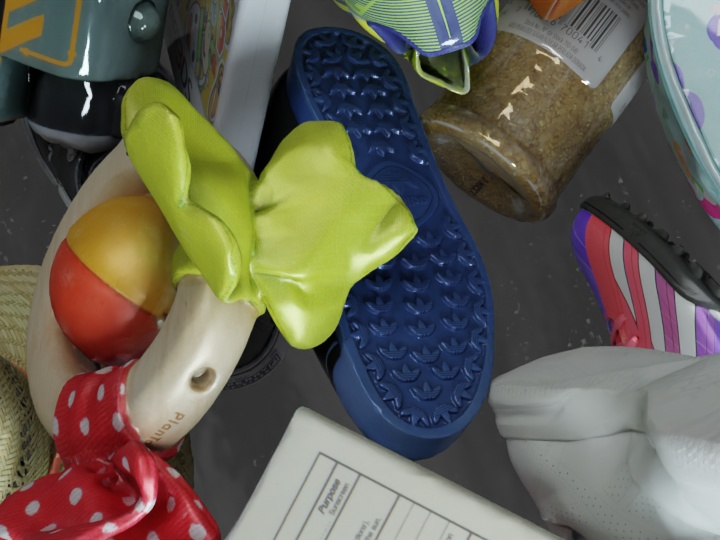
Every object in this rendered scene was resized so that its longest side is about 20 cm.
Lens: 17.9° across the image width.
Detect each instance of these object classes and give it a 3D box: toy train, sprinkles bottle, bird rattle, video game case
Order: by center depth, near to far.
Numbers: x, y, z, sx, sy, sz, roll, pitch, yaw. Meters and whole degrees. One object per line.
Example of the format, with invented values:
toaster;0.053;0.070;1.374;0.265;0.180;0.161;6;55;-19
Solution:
bird rattle;-0.073;0.023;0.847;0.201;0.112;0.163;-66;32;17
toy train;-0.119;-0.145;0.898;0.113;0.085;0.201;21;109;29
video game case;-0.052;-0.162;0.914;0.023;0.201;0.183;2;38;-17
sprinkles bottle;0.104;-0.116;0.948;0.068;0.068;0.200;30;74;24

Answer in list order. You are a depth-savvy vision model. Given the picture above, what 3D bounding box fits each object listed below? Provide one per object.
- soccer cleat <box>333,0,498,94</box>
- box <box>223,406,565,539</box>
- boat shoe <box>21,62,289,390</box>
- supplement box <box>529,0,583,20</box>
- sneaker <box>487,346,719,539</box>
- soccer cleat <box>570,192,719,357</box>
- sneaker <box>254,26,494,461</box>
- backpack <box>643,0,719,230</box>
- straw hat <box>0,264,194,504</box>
soccer cleat;0.021;-0.105;0.905;0.064;0.200;0.084;-20;89;1
box;0.045;0.155;0.795;0.199;0.109;0.128;26;83;23
boat shoe;-0.095;-0.041;0.957;0.071;0.068;0.201;-29;62;-2
supplement box;0.139;-0.182;0.898;0.199;0.069;0.067;-34;84;-14
sneaker;0.120;0.077;0.786;0.075;0.200;0.089;-18;100;-24
soccer cleat;0.130;0.053;0.863;0.073;0.068;0.200;-42;60;7
sneaker;0.000;0.000;0.901;0.070;0.078;0.201;4;50;-20
backpack;0.209;-0.089;0.862;0.199;0.151;0.179;-23;84;7
straw hat;-0.167;0.071;0.909;0.199;0.085;0.202;-5;63;10
